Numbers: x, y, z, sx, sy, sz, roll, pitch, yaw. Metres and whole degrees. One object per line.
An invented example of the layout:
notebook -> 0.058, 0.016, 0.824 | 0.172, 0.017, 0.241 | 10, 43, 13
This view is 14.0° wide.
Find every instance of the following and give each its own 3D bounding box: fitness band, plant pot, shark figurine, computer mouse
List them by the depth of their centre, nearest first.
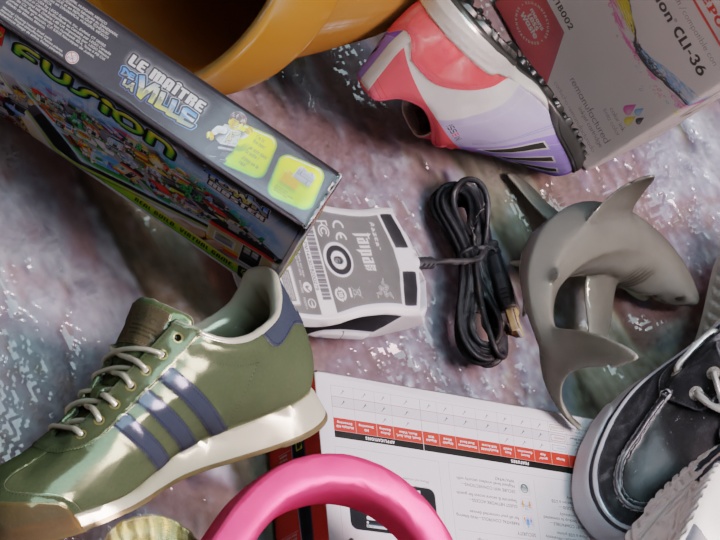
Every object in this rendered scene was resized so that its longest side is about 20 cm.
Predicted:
fitness band -> -0.023, 0.178, 1.347 | 0.143, 0.037, 0.200 | 36, 58, -6
plant pot -> -0.055, -0.187, 1.512 | 0.183, 0.200, 0.201 | -2, 68, -55
computer mouse -> 0.000, 0.000, 1.545 | 0.200, 0.044, 0.110 | 2, 67, -41
shark figurine -> 0.130, -0.012, 1.592 | 0.128, 0.089, 0.214 | 49, 27, 1

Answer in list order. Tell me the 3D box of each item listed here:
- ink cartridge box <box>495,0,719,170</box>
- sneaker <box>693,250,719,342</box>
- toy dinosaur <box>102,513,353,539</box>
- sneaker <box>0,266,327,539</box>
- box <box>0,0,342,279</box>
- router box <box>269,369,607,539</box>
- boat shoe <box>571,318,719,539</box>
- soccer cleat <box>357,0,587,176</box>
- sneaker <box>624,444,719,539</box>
ink cartridge box -> 0.180, -0.154, 1.654 | 0.067, 0.200, 0.117 | -24, 83, -43
sneaker -> 0.235, 0.070, 1.665 | 0.105, 0.075, 0.201 | 40, 52, -22
toy dinosaur -> -0.086, 0.164, 1.362 | 0.199, 0.058, 0.101 | 2, 82, -21
sneaker -> -0.105, 0.057, 1.388 | 0.200, 0.067, 0.090 | -20, 110, -36
box -> -0.109, -0.072, 1.417 | 0.200, 0.110, 0.035 | 34, 69, 0
router box -> 0.052, 0.155, 1.498 | 0.200, 0.049, 0.180 | 12, 61, -33
boat shoe -> 0.191, 0.069, 1.549 | 0.200, 0.068, 0.072 | -38, 89, -28
soccer cleat -> 0.063, -0.092, 1.605 | 0.068, 0.073, 0.200 | 55, 8, 29
sneaker -> 0.187, 0.192, 1.458 | 0.129, 0.079, 0.199 | 35, 48, -12
